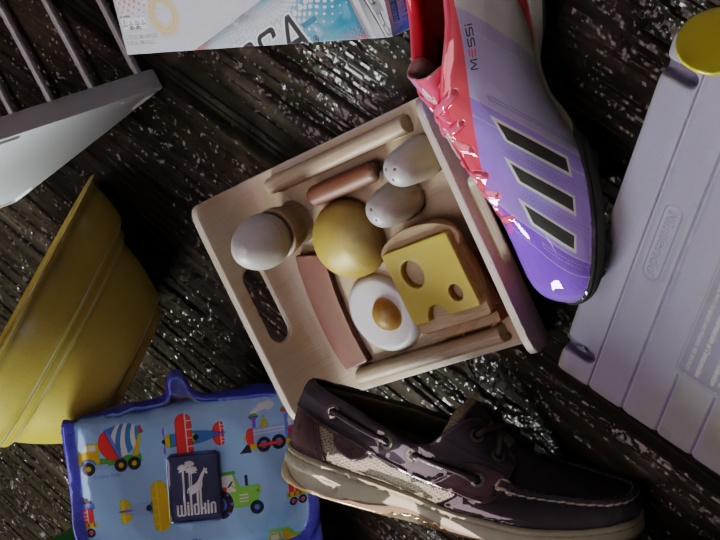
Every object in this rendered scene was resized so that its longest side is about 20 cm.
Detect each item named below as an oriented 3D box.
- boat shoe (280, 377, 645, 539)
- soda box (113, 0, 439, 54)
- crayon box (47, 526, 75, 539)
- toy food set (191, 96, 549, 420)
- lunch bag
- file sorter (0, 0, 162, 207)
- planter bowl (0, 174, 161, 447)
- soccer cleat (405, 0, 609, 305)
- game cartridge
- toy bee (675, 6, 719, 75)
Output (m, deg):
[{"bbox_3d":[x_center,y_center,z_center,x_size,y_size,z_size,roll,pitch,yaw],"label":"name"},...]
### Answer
[{"bbox_3d":[0.054,0.101,0.857,0.199,0.072,0.065,10,103,19],"label":"boat shoe"},{"bbox_3d":[-0.046,-0.156,0.834,0.200,0.064,0.069,4,115,42],"label":"soda box"},{"bbox_3d":[-0.179,0.274,1.126,0.200,0.127,0.051,59,168,14],"label":"crayon box"},{"bbox_3d":[0.000,0.000,0.879,0.200,0.060,0.144,-20,98,47],"label":"toy food set"},{"bbox_3d":[-0.100,0.155,0.995,0.094,0.150,0.201,-124,28,-71],"label":"lunch bag"},{"bbox_3d":[-0.251,-0.111,0.997,0.200,0.139,0.125,-27,90,47],"label":"file sorter"},{"bbox_3d":[-0.182,0.045,1.016,0.083,0.201,0.200,28,137,-11],"label":"planter bowl"},{"bbox_3d":[0.060,-0.074,0.758,0.068,0.073,0.201,3,111,62],"label":"soccer cleat"},{"bbox_3d":[0.174,-0.001,0.739,0.129,0.038,0.200,32,131,21],"label":"game cartridge"},{"bbox_3d":[0.196,-0.094,0.613,0.131,0.109,0.200,37,138,15],"label":"toy bee"}]
